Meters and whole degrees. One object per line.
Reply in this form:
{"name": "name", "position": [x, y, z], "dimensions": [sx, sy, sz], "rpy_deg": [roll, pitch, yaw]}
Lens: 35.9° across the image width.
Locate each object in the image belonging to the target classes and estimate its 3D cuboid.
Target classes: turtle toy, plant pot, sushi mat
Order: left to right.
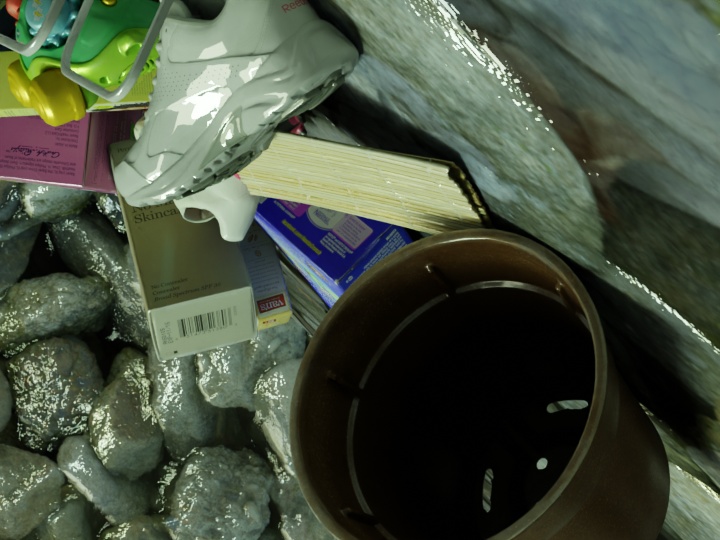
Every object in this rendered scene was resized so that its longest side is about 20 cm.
{"name": "turtle toy", "position": [-0.200, -0.188, 0.816], "dimensions": [0.200, 0.145, 0.102], "rpy_deg": [32, 145, 55]}
{"name": "sushi mat", "position": [-0.010, -0.057, 0.702], "dimensions": [0.199, 0.012, 0.096], "rpy_deg": [15, 158, 33]}
{"name": "plant pot", "position": [0.091, 0.108, 0.694], "dimensions": [0.200, 0.201, 0.198], "rpy_deg": [37, 177, 42]}

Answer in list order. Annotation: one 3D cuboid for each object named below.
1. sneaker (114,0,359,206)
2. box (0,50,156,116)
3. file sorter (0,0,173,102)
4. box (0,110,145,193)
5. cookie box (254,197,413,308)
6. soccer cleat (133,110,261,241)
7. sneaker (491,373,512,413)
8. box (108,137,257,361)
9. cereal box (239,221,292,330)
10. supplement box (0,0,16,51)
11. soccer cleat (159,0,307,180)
{"name": "sneaker", "position": [-0.089, -0.109, 0.646], "dimensions": [0.200, 0.078, 0.100], "rpy_deg": [-32, 90, 39]}
{"name": "box", "position": [-0.232, -0.157, 0.918], "dimensions": [0.075, 0.199, 0.050], "rpy_deg": [-166, 71, -77]}
{"name": "file sorter", "position": [-0.187, -0.183, 0.522], "dimensions": [0.199, 0.125, 0.139], "rpy_deg": [24, -176, -33]}
{"name": "box", "position": [-0.314, -0.132, 1.073], "dimensions": [0.175, 0.097, 0.200], "rpy_deg": [7, -177, 4]}
{"name": "cookie box", "position": [0.000, 0.000, 0.957], "dimensions": [0.171, 0.075, 0.200], "rpy_deg": [40, 172, 42]}
{"name": "soccer cleat", "position": [-0.143, -0.084, 0.931], "dimensions": [0.069, 0.078, 0.200], "rpy_deg": [5, -165, -35]}
{"name": "sneaker", "position": [0.103, 0.084, 0.893], "dimensions": [0.082, 0.074, 0.200], "rpy_deg": [36, 170, 18]}
{"name": "box", "position": [-0.161, -0.028, 0.995], "dimensions": [0.078, 0.094, 0.201], "rpy_deg": [91, 160, -52]}
{"name": "cereal box", "position": [-0.108, -0.046, 1.065], "dimensions": [0.144, 0.039, 0.201], "rpy_deg": [127, 129, -82]}
{"name": "supplement box", "position": [-0.363, -0.298, 1.011], "dimensions": [0.200, 0.134, 0.200], "rpy_deg": [44, 173, -12]}
{"name": "soccer cleat", "position": [-0.088, -0.132, 0.768], "dimensions": [0.086, 0.070, 0.200], "rpy_deg": [50, 169, 17]}
